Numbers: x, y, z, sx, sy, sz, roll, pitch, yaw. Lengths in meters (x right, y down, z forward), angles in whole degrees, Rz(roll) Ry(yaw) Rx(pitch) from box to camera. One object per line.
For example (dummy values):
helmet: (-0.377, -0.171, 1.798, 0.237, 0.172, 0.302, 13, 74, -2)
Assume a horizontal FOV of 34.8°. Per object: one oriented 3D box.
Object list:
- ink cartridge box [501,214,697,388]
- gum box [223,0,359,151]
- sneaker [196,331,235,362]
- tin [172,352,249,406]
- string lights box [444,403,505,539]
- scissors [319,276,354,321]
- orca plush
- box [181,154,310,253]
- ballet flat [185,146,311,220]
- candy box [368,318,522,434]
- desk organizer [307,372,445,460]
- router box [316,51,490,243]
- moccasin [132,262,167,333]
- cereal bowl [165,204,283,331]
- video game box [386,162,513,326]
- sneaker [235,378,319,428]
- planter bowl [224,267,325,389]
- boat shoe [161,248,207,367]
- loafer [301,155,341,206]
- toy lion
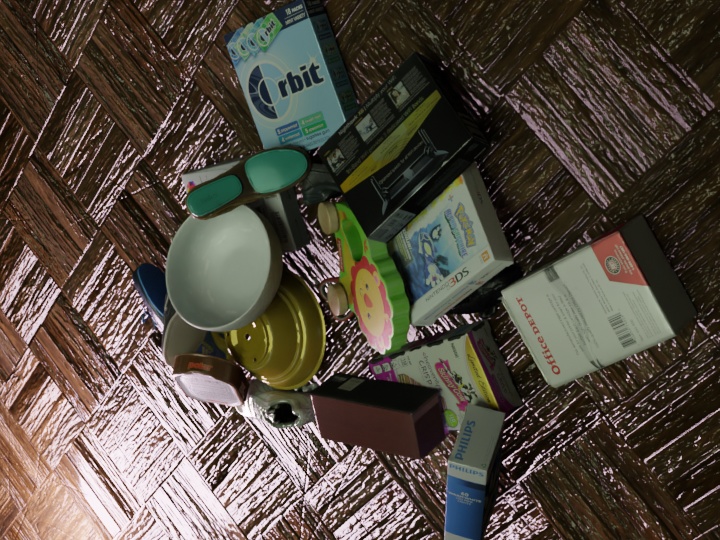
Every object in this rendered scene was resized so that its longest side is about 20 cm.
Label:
ink cartridge box: (0.300, 0.041, 1.461, 0.199, 0.083, 0.148, -30, 89, 41)
gum box: (-0.097, -0.274, 1.662, 0.168, 0.044, 0.202, -14, 101, 41)
sneaker: (-0.273, 0.083, 1.910, 0.075, 0.105, 0.202, -14, 100, 43)
tin: (-0.241, 0.178, 1.848, 0.110, 0.042, 0.200, 12, 161, 7)
string lights box: (0.160, 0.293, 1.619, 0.058, 0.103, 0.202, 13, 138, 15)
scissors: (0.000, 0.000, 1.727, 0.073, 0.014, 0.200, 50, 130, 12)
orca plush: (0.125, 0.024, 1.598, 0.198, 0.071, 0.107, 9, 114, 35)
box: (-0.183, -0.097, 1.808, 0.198, 0.041, 0.158, -9, 103, 39)
ballet flat: (-0.163, -0.128, 1.691, 0.198, 0.072, 0.069, -26, 90, 5)
candy box: (0.121, 0.164, 1.668, 0.199, 0.061, 0.138, -21, 95, 41)
desk organizer: (0.024, 0.212, 1.679, 0.198, 0.071, 0.078, 5, 116, 40)
router box: (0.053, -0.161, 1.521, 0.200, 0.052, 0.158, -42, 62, 23)
moccasin: (-0.337, 0.085, 1.978, 0.068, 0.080, 0.201, -36, 84, 40)
cereal bowl: (-0.198, -0.003, 1.756, 0.198, 0.083, 0.203, -6, 78, 28)
video game box: (0.104, -0.055, 1.552, 0.182, 0.046, 0.202, -40, 60, 39)
sneaker: (-0.143, 0.222, 1.887, 0.198, 0.081, 0.076, -4, 109, 40)
planter bowl: (-0.156, 0.098, 1.818, 0.198, 0.083, 0.204, 7, 102, 35)
boat shoe: (-0.284, 0.054, 1.860, 0.062, 0.072, 0.203, 24, 100, 50)
loafer: (-0.016, -0.148, 1.638, 0.198, 0.072, 0.073, -13, 96, 39)
toy lion: (0.012, 0.009, 1.613, 0.191, 0.068, 0.203, -149, 49, -61)
